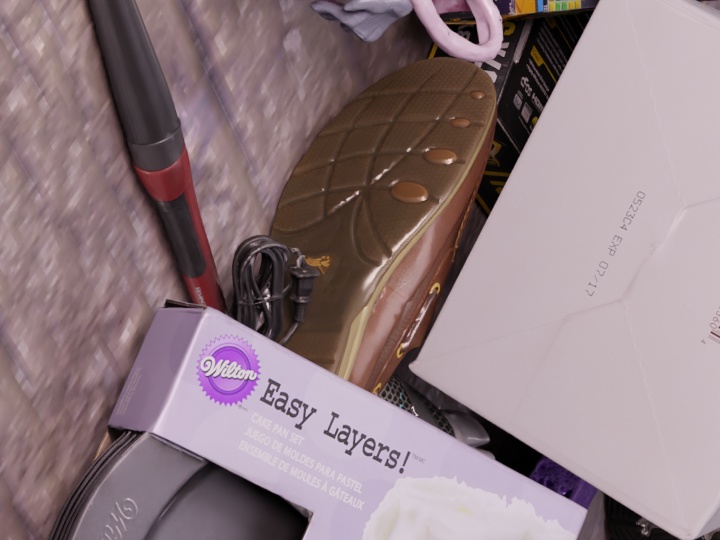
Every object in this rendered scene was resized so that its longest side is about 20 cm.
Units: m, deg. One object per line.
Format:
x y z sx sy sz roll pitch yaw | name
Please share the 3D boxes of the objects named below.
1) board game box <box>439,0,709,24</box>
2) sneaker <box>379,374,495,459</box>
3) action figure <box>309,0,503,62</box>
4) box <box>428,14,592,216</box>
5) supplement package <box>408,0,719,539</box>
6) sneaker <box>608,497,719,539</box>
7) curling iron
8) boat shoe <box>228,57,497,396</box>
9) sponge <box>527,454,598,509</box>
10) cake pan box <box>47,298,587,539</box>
0.093 -0.214 0.966 0.165 0.057 0.201 -12 100 -44 | board game box
-0.017 0.129 0.941 0.091 0.077 0.201 45 55 -36 | sneaker
0.012 -0.199 0.815 0.134 0.149 0.201 36 81 -51 | action figure
0.105 -0.096 1.090 0.200 0.049 0.160 49 54 -53 | box
0.156 -0.007 0.963 0.192 0.147 0.200 -63 160 12 | supplement package
0.197 0.093 1.278 0.085 0.077 0.201 -13 110 -63 | sneaker
-0.067 -0.049 0.823 0.049 0.026 0.201 -31 124 -10 | curling iron
0.000 0.000 0.922 0.201 0.072 0.068 -61 150 -19 | boat shoe
0.107 0.107 1.130 0.200 0.030 0.112 -55 166 -36 | sponge
-0.030 0.132 0.824 0.199 0.052 0.185 31 75 -25 | cake pan box
